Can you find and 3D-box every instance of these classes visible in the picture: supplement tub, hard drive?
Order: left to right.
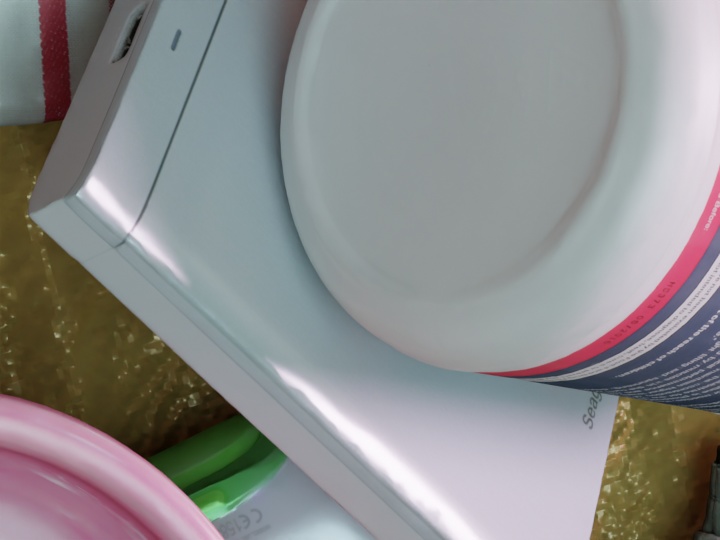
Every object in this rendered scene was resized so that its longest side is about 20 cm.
[{"bbox_3d":[0.000,0.000,0.831,0.027,0.132,0.200,-24,124,36],"label":"hard drive"},{"bbox_3d":[0.088,-0.033,0.819,0.200,0.140,0.141,12,101,-48],"label":"supplement tub"}]

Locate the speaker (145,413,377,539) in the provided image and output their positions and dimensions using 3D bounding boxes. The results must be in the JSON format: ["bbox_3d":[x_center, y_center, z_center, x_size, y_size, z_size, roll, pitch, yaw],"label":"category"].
[{"bbox_3d":[-0.072,0.104,0.864,0.200,0.088,0.089,-25,110,-10],"label":"speaker"}]

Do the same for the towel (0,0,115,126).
[{"bbox_3d":[-0.136,-0.108,0.825,0.199,0.023,0.145,-7,106,-15],"label":"towel"}]

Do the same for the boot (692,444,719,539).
[{"bbox_3d":[0.100,0.113,0.941,0.200,0.068,0.131,15,94,-28],"label":"boot"}]

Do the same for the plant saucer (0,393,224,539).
[{"bbox_3d":[-0.118,0.129,0.784,0.200,0.051,0.201,-1,94,-7],"label":"plant saucer"}]
